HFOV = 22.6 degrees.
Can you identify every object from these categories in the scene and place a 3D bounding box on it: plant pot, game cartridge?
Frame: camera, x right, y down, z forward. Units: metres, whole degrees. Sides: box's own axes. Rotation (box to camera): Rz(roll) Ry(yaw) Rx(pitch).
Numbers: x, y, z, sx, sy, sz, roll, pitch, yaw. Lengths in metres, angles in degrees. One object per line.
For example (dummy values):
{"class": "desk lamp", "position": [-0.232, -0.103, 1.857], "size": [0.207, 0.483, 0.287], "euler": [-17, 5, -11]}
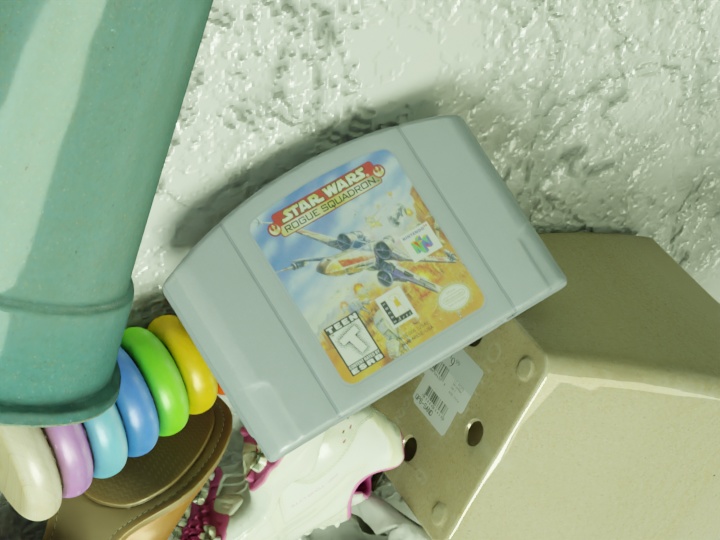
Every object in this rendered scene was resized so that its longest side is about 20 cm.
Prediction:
{"class": "plant pot", "position": [-0.165, -0.066, 0.787], "size": [0.200, 0.200, 0.196], "euler": [12, 107, -41]}
{"class": "plant pot", "position": [0.115, 0.090, 1.108], "size": [0.177, 0.200, 0.200], "euler": [14, 114, -35]}
{"class": "game cartridge", "position": [0.000, 0.000, 0.993], "size": [0.200, 0.133, 0.042], "euler": [-30, 176, -19]}

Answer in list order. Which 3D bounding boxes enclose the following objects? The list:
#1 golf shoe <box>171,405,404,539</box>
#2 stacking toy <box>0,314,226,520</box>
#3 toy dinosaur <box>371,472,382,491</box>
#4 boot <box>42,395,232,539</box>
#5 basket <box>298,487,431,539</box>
{"class": "golf shoe", "position": [-0.048, 0.142, 1.077], "size": [0.091, 0.075, 0.200], "euler": [18, 134, -24]}
{"class": "stacking toy", "position": [-0.113, 0.058, 0.998], "size": [0.200, 0.085, 0.085], "euler": [-26, 135, -24]}
{"class": "toy dinosaur", "position": [0.006, 0.211, 1.233], "size": [0.106, 0.060, 0.200], "euler": [-55, 143, -34]}
{"class": "boot", "position": [-0.140, 0.176, 1.062], "size": [0.200, 0.077, 0.155], "euler": [-58, 161, -30]}
{"class": "basket", "position": [-0.011, 0.243, 1.117], "size": [0.123, 0.136, 0.200], "euler": [35, 84, -31]}
